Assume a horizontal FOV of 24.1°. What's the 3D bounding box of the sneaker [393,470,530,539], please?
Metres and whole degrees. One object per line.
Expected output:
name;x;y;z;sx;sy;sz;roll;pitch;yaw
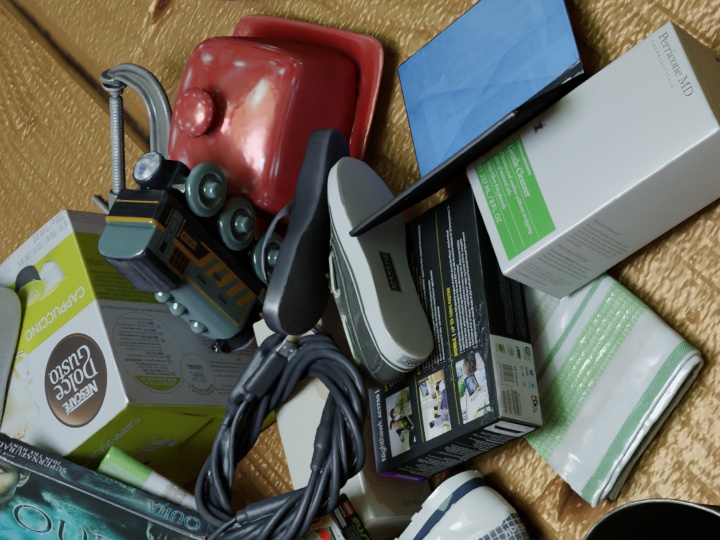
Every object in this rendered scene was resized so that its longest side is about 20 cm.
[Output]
sneaker;0.056;0.257;1.367;0.080;0.076;0.201;44;115;23

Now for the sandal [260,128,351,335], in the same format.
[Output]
sandal;-0.049;-0.028;1.392;0.043;0.076;0.201;-2;50;22

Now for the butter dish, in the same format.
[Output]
butter dish;-0.101;-0.130;1.492;0.199;0.147;0.201;17;96;41

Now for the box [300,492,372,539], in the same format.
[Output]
box;-0.010;0.290;1.351;0.110;0.035;0.201;-31;88;29

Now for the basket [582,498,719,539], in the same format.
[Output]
basket;0.265;0.221;1.105;0.180;0.199;0.137;25;101;40

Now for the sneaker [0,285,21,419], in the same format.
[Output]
sneaker;-0.365;0.098;1.483;0.099;0.070;0.201;20;94;42

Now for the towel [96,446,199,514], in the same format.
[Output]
towel;-0.158;0.241;1.472;0.199;0.031;0.149;34;130;-7

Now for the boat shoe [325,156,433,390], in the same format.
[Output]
boat shoe;0.000;0.000;1.361;0.064;0.070;0.201;-40;49;35

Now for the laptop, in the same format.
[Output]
laptop;0.073;-0.143;1.343;0.187;0.200;0.116;-36;87;37

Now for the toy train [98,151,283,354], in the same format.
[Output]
toy train;-0.140;-0.013;1.445;0.085;0.200;0.114;7;61;37

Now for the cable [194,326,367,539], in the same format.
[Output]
cable;-0.062;0.148;1.353;0.201;0.051;0.163;-57;42;8

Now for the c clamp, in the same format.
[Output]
c clamp;-0.222;-0.112;1.609;0.171;0.027;0.201;42;136;42

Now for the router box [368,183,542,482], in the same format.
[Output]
router box;0.067;0.052;1.358;0.149;0.051;0.201;-30;56;43

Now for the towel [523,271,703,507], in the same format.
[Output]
towel;0.164;0.067;1.327;0.200;0.031;0.150;45;111;37

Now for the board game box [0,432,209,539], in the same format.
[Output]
board game box;-0.231;0.225;1.439;0.199;0.028;0.136;21;131;4

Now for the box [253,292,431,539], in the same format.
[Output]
box;-0.014;0.126;1.424;0.078;0.095;0.201;-29;69;34

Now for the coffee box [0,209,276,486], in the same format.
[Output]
coffee box;-0.224;0.086;1.536;0.199;0.199;0.199;-37;63;32

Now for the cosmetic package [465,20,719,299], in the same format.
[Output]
cosmetic package;0.190;-0.079;1.265;0.200;0.085;0.108;-37;54;27
